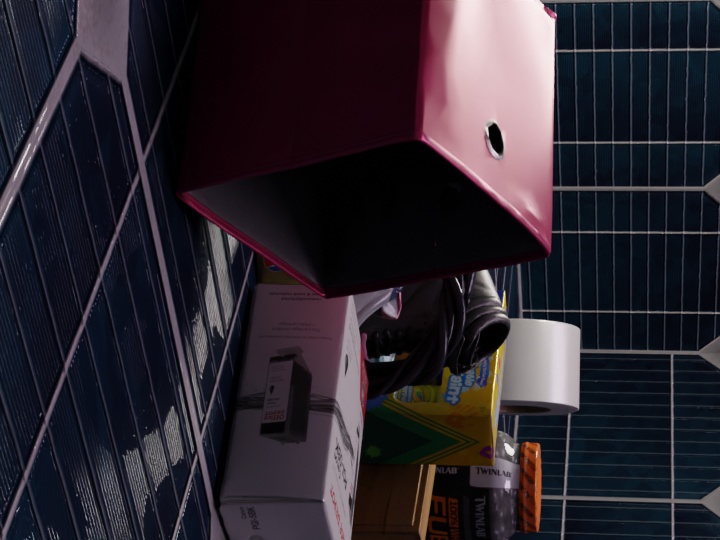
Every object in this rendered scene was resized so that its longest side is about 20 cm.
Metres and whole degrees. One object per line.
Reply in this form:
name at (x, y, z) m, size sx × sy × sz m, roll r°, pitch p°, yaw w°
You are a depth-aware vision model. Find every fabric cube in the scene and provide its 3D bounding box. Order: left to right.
fabric cube at (0.012, -0.119, 1.270) m, size 0.196 × 0.199 × 0.200 m, roll 37°, pitch 50°, yaw -49°

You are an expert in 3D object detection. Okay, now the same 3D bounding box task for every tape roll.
tape roll at (0.271, 0.166, 3.058) m, size 0.203 × 0.202 × 0.140 m, roll 54°, pitch 38°, yaw -75°

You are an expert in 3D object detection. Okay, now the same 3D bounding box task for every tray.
tray at (0.024, 0.202, 1.834) m, size 0.200 × 0.098 × 0.037 m, roll -77°, pitch 164°, yaw -52°

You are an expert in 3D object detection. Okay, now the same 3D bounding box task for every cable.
cable at (0.018, 0.014, 1.593) m, size 0.051 × 0.162 × 0.201 m, roll 72°, pitch 31°, yaw -75°

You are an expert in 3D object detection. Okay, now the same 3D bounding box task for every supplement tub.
supplement tub at (0.094, 0.232, 1.954) m, size 0.123 × 0.199 × 0.123 m, roll 0°, pitch 90°, yaw -80°

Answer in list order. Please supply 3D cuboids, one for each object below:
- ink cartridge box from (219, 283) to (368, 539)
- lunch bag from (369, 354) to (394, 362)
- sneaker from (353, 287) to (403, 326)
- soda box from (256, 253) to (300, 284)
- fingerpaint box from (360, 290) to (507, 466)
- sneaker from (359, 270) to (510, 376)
ink cartridge box at (-0.048, 0.133, 1.432) m, size 0.147 × 0.082 × 0.201 m, roll 80°, pitch 13°, yaw -53°
lunch bag at (0.000, 0.000, 1.739) m, size 0.200 × 0.077 × 0.161 m, roll 79°, pitch 14°, yaw -49°
sneaker at (0.015, -0.004, 1.557) m, size 0.200 × 0.082 × 0.070 m, roll -50°, pitch -166°, yaw -15°
soda box at (-0.040, -0.065, 1.530) m, size 0.200 × 0.064 × 0.068 m, roll -75°, pitch 163°, yaw -59°
fingerpaint box at (0.062, 0.105, 1.859) m, size 0.200 × 0.166 × 0.074 m, roll -77°, pitch 164°, yaw -51°
sneaker at (0.046, 0.059, 1.634) m, size 0.099 × 0.199 × 0.071 m, roll 55°, pitch -19°, yaw 35°
